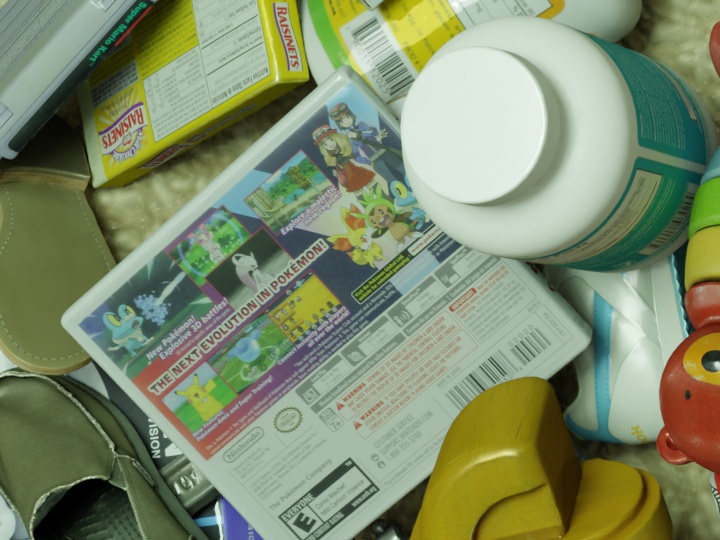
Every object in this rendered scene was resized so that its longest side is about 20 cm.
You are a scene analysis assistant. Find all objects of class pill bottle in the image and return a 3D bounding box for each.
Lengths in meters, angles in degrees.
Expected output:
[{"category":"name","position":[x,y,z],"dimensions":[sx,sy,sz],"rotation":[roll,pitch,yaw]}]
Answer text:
[{"category":"pill bottle","position":[0.089,-0.058,1.324],"dimensions":[0.111,0.200,0.111],"rotation":[-2,86,24]},{"category":"pill bottle","position":[0.074,-0.146,1.466],"dimensions":[0.200,0.111,0.111],"rotation":[-32,74,16]}]

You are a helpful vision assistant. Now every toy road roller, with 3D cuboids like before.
[{"category":"toy road roller","position":[0.051,0.138,1.367],"dimensions":[0.200,0.123,0.146],"rotation":[-14,108,16]}]

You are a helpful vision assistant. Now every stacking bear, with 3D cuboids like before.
[{"category":"stacking bear","position":[0.197,0.001,1.321],"dimensions":[0.121,0.114,0.200],"rotation":[13,72,25]}]

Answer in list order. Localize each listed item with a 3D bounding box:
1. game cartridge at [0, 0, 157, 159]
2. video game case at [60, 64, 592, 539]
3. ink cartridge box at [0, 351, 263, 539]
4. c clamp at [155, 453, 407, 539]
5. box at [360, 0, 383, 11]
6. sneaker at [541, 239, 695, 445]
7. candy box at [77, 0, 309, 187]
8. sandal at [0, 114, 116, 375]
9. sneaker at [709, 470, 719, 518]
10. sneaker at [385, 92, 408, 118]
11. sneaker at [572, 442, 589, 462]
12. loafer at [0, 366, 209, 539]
[{"category":"game cartridge","position":[-0.153,-0.143,1.532],"dimensions":[0.200,0.038,0.130],"rotation":[-44,28,28]},{"category":"video game case","position":[-0.018,0.028,1.409],"dimensions":[0.200,0.023,0.182],"rotation":[-40,98,19]},{"category":"ink cartridge box","position":[-0.110,0.116,1.555],"dimensions":[0.200,0.043,0.198],"rotation":[-10,82,19]},{"category":"c clamp","position":[-0.065,0.172,1.495],"dimensions":[0.200,0.027,0.171],"rotation":[-31,75,15]},{"category":"box","position":[0.047,-0.236,1.460],"dimensions":[0.200,0.041,0.156],"rotation":[-41,32,3]},{"category":"sneaker","position":[0.129,-0.011,1.452],"dimensions":[0.081,0.077,0.200],"rotation":[-11,79,22]},{"category":"candy box","position":[-0.096,-0.120,1.523],"dimensions":[0.200,0.026,0.102],"rotation":[-24,75,53]},{"category":"sandal","position":[-0.178,0.004,1.554],"dimensions":[0.212,0.078,0.070],"rotation":[-101,27,-46]},{"category":"sneaker","position":[0.209,0.055,1.395],"dimensions":[0.067,0.108,0.202],"rotation":[-8,82,21]},{"category":"sneaker","position":[0.000,0.000,1.438],"dimensions":[0.071,0.113,0.200],"rotation":[27,141,-7]},{"category":"sneaker","position":[0.077,0.106,1.457],"dimensions":[0.075,0.082,0.200],"rotation":[-40,75,14]},{"category":"loafer","position":[-0.145,0.114,1.495],"dimensions":[0.200,0.070,0.075],"rotation":[41,94,32]}]
